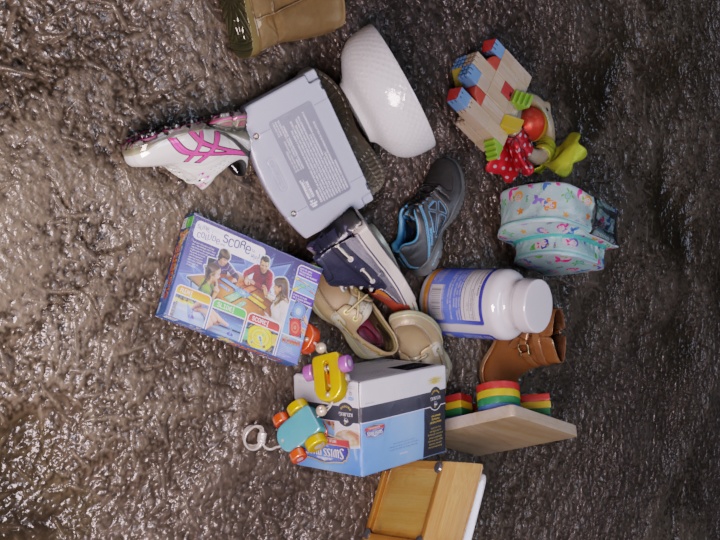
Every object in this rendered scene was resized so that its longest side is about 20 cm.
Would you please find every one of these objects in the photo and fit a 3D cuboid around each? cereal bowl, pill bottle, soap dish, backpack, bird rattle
[{"bbox_3d":[0.027,-0.245,1.568,0.083,0.201,0.201,-30,121,1],"label":"cereal bowl"},{"bbox_3d":[0.200,0.052,1.731,0.111,0.198,0.114,-1,92,-48],"label":"pill bottle"},{"bbox_3d":[0.090,0.356,1.625,0.081,0.199,0.159,27,70,-25],"label":"soap dish"},{"bbox_3d":[0.336,-0.076,1.905,0.199,0.176,0.153,27,66,-41],"label":"backpack"},{"bbox_3d":[0.296,-0.235,1.944,0.198,0.112,0.166,1,78,-36],"label":"bird rattle"}]

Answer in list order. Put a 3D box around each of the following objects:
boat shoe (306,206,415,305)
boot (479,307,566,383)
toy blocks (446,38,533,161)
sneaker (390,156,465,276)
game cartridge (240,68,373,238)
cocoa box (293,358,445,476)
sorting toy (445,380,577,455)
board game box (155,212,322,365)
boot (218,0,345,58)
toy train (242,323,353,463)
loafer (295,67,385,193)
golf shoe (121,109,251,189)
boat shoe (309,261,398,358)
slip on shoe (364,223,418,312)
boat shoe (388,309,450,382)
[{"bbox_3d":[0.000,0.000,1.541,0.092,0.075,0.201,-34,131,4],"label":"boat shoe"},{"bbox_3d":[0.285,0.151,1.862,0.076,0.154,0.204,-5,94,-48],"label":"boot"},{"bbox_3d":[0.206,-0.304,1.827,0.136,0.099,0.202,39,62,-29],"label":"toy blocks"},{"bbox_3d":[0.107,-0.095,1.718,0.082,0.073,0.203,34,65,-43],"label":"sneaker"},{"bbox_3d":[-0.079,-0.154,1.483,0.132,0.040,0.202,-29,110,-12],"label":"game cartridge"},{"bbox_3d":[0.016,0.207,1.572,0.199,0.132,0.134,-5,95,-49],"label":"cocoa box"},{"bbox_3d":[0.214,0.236,1.762,0.199,0.197,0.071,23,58,-46],"label":"sorting toy"},{"bbox_3d":[-0.153,0.027,1.408,0.198,0.034,0.137,24,71,-28],"label":"board game box"},{"bbox_3d":[-0.109,-0.391,1.479,0.199,0.065,0.178,-33,127,-43],"label":"boot"},{"bbox_3d":[-0.079,0.157,1.472,0.055,0.149,0.203,28,77,-57],"label":"toy train"},{"bbox_3d":[-0.043,-0.191,1.554,0.076,0.068,0.202,-39,103,-41],"label":"loafer"},{"bbox_3d":[-0.208,-0.144,1.358,0.199,0.072,0.094,-19,106,-47],"label":"golf shoe"},{"bbox_3d":[-0.009,0.057,1.591,0.200,0.066,0.075,47,57,-38],"label":"boat shoe"},{"bbox_3d":[0.035,0.018,1.653,0.061,0.074,0.201,-33,127,-5],"label":"slip on shoe"},{"bbox_3d":[0.095,0.132,1.681,0.201,0.071,0.066,61,25,-49],"label":"boat shoe"}]
